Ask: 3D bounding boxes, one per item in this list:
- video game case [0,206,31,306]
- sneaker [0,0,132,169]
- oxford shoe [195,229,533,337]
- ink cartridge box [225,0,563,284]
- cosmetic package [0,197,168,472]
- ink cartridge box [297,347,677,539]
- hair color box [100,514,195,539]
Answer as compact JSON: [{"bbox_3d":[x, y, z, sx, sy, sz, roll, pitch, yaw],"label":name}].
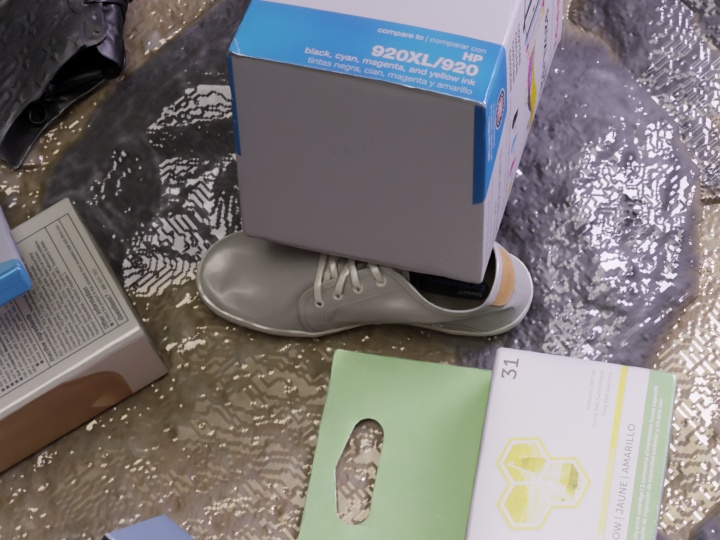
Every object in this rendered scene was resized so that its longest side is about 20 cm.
[{"bbox_3d":[-0.270,-0.002,1.181,0.142,0.018,0.200,-30,31,-4],"label":"video game case"},{"bbox_3d":[-0.165,-0.161,1.271,0.199,0.060,0.105,-34,66,0],"label":"sneaker"},{"bbox_3d":[0.000,0.000,1.182,0.198,0.058,0.076,4,71,12],"label":"oxford shoe"},{"bbox_3d":[0.026,-0.125,1.149,0.143,0.148,0.201,11,51,12],"label":"ink cartridge box"},{"bbox_3d":[-0.223,0.059,1.182,0.199,0.071,0.106,-30,67,-4],"label":"cosmetic package"},{"bbox_3d":[0.067,0.116,1.132,0.198,0.048,0.147,8,70,9],"label":"ink cartridge box"},{"bbox_3d":[-0.123,0.238,1.053,0.099,0.060,0.201,35,109,20],"label":"hair color box"}]
